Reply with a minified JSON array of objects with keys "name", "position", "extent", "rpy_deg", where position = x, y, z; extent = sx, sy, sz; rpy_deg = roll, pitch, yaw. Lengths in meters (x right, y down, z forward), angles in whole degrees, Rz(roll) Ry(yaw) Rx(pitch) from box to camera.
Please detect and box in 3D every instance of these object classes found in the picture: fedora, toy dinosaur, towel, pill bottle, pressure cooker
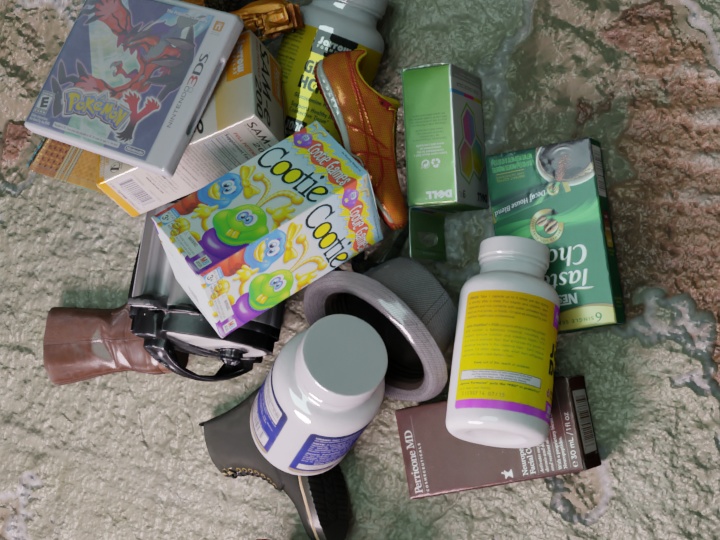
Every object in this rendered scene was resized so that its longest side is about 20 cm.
[{"name":"fedora","position":[0.036,0.050,1.496],"extent":[0.090,0.200,0.177],"rpy_deg":[-43,97,-25]},{"name":"toy dinosaur","position":[0.000,0.000,1.581],"extent":[0.088,0.047,0.201],"rpy_deg":[26,99,4]},{"name":"towel","position":[-0.274,-0.152,1.624],"extent":[0.022,0.200,0.147],"rpy_deg":[41,104,35]},{"name":"pill bottle","position":[0.147,0.071,1.424],"extent":[0.104,0.104,0.201],"rpy_deg":[0,71,23]},{"name":"pressure cooker","position":[-0.168,0.022,1.568],"extent":[0.175,0.179,0.201],"rpy_deg":[9,81,-7]},{"name":"pill bottle","position":[-0.040,0.128,1.476],"extent":[0.119,0.200,0.120],"rpy_deg":[7,62,-14]},{"name":"pill bottle","position":[-0.040,-0.223,1.570],"extent":[0.112,0.112,0.201],"rpy_deg":[22,97,22]}]

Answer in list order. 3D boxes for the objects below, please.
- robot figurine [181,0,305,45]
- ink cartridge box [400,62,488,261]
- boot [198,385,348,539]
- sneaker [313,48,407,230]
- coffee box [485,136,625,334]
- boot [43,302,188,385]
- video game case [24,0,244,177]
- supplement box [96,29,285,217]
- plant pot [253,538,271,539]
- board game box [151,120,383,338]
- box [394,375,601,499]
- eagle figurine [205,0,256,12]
[{"name":"robot figurine","position":[-0.165,-0.290,1.535],"extent":[0.199,0.058,0.146],"rpy_deg":[-11,91,19]},{"name":"ink cartridge box","position":[0.093,-0.114,1.515],"extent":[0.059,0.104,0.201],"rpy_deg":[-4,86,23]},{"name":"boot","position":[-0.100,0.235,1.608],"extent":[0.138,0.077,0.201],"rpy_deg":[-28,65,24]},{"name":"sneaker","position":[0.014,-0.140,1.476],"extent":[0.077,0.073,0.201],"rpy_deg":[-20,85,-1]},{"name":"coffee box","position":[0.206,-0.032,1.496],"extent":[0.122,0.044,0.201],"rpy_deg":[-8,85,22]},{"name":"boot","position":[-0.307,0.042,1.705],"extent":[0.199,0.064,0.188],"rpy_deg":[-5,84,27]},{"name":"video game case","position":[-0.240,-0.206,1.484],"extent":[0.199,0.023,0.183],"rpy_deg":[19,79,29]},{"name":"supplement box","position":[-0.182,-0.156,1.506],"extent":[0.199,0.074,0.127],"rpy_deg":[-21,52,19]},{"name":"plant pot","position":[-0.081,0.400,1.525],"extent":[0.182,0.200,0.201],"rpy_deg":[25,98,30]},{"name":"board game box","position":[-0.092,-0.043,1.431],"extent":[0.199,0.103,0.105],"rpy_deg":[-32,51,-15]},{"name":"box","position":[0.145,0.177,1.500],"extent":[0.199,0.075,0.101],"rpy_deg":[-14,82,24]},{"name":"eagle figurine","position":[-0.173,-0.324,1.641],"extent":[0.151,0.151,0.201],"rpy_deg":[19,60,-16]}]
